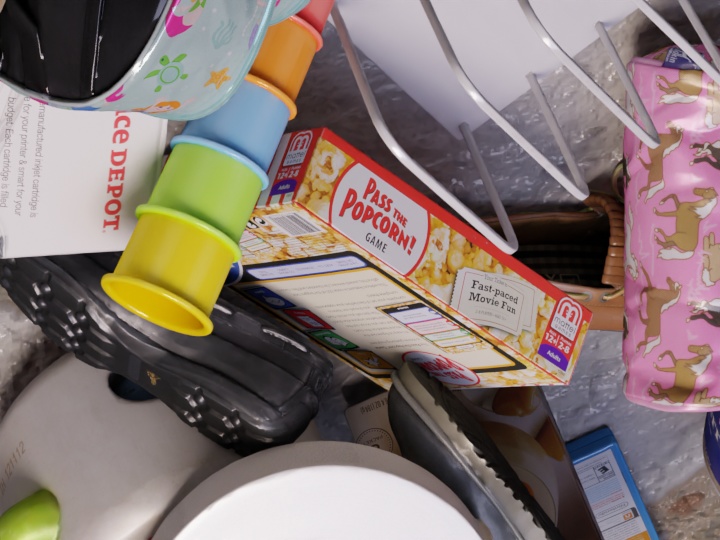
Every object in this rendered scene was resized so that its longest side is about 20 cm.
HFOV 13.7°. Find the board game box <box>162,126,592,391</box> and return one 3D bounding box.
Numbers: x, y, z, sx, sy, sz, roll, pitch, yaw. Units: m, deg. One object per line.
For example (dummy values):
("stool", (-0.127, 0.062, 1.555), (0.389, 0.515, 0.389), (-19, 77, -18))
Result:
("board game box", (0.000, 0.000, 1.574), (0.200, 0.046, 0.151), (34, 157, -32))

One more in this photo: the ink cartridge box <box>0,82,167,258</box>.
("ink cartridge box", (-0.201, -0.082, 1.471), (0.199, 0.085, 0.145), (-4, 134, -16))

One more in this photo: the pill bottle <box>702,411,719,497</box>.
("pill bottle", (0.261, 0.070, 1.730), (0.115, 0.116, 0.200), (-16, 156, -6))

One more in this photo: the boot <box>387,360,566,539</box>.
("boot", (0.004, 0.171, 1.612), (0.200, 0.073, 0.182), (-34, 102, 9))

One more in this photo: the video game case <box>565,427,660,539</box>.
("video game case", (0.121, 0.191, 1.904), (0.143, 0.018, 0.200), (-25, 136, 2))

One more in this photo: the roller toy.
("roller toy", (-0.108, 0.121, 1.663), (0.182, 0.140, 0.200), (-36, 144, 10))

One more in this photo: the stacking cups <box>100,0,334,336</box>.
("stacking cups", (-0.058, -0.067, 1.478), (0.060, 0.060, 0.201), (42, 66, -43))

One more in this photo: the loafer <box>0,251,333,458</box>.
("loafer", (-0.107, 0.024, 1.575), (0.200, 0.070, 0.068), (32, 149, 8))

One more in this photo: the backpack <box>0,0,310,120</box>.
("backpack", (-0.099, -0.170, 1.337), (0.150, 0.177, 0.201), (8, 105, -51))

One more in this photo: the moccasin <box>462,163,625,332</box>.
("moccasin", (0.138, -0.012, 1.683), (0.200, 0.074, 0.078), (-1, 141, -7))

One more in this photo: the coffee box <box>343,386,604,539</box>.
("coffee box", (0.081, 0.156, 1.715), (0.114, 0.201, 0.080), (-24, 153, 2))

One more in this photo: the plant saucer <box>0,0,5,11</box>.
("plant saucer", (-0.199, -0.162, 1.320), (0.035, 0.201, 0.201), (1, 133, -39))

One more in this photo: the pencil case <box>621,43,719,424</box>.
("pencil case", (0.182, -0.021, 1.608), (0.082, 0.087, 0.201), (1, 96, -3))

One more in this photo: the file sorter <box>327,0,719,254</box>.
("file sorter", (0.104, -0.128, 1.515), (0.200, 0.125, 0.139), (-37, 134, 15))

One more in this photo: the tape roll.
("tape roll", (-0.021, 0.187, 1.557), (0.202, 0.037, 0.204), (-3, 108, -8))
